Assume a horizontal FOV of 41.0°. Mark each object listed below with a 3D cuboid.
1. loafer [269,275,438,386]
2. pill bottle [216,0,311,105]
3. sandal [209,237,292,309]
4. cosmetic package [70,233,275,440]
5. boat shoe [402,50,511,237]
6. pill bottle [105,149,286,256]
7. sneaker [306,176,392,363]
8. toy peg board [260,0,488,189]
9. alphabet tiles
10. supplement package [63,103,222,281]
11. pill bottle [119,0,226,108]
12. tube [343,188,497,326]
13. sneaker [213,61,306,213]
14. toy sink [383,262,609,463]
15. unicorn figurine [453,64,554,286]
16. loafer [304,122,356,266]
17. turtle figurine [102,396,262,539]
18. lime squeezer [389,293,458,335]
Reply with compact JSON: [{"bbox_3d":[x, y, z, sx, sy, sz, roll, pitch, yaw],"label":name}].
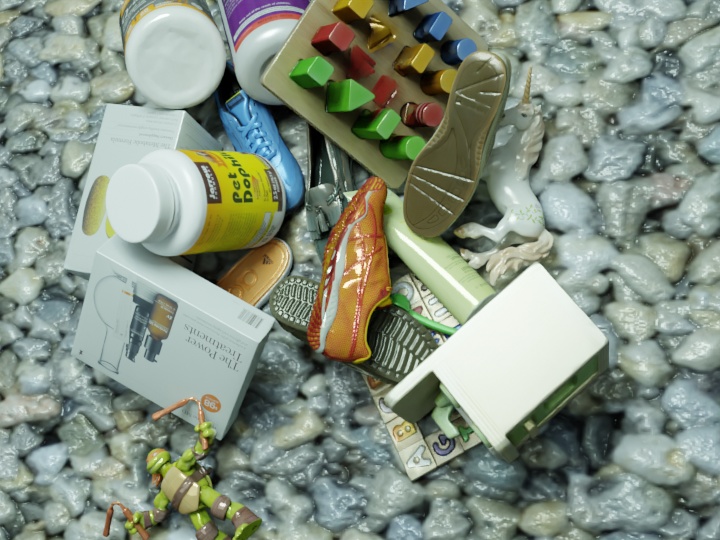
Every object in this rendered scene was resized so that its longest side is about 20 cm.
[{"bbox_3d":[-0.004,0.067,1.040,0.197,0.068,0.077,28,74,6],"label":"loafer"},{"bbox_3d":[-0.109,-0.300,1.140,0.111,0.113,0.203,-24,55,9],"label":"pill bottle"},{"bbox_3d":[-0.164,0.037,1.106,0.079,0.059,0.207,39,89,24],"label":"sandal"},{"bbox_3d":[-0.206,0.073,1.044,0.197,0.052,0.152,28,125,5],"label":"cosmetic package"},{"bbox_3d":[0.105,-0.128,0.998,0.071,0.065,0.203,27,111,17],"label":"boat shoe"},{"bbox_3d":[-0.176,-0.074,1.039,0.107,0.199,0.112,3,97,32],"label":"pill bottle"},{"bbox_3d":[0.000,0.000,1.002,0.076,0.073,0.204,19,72,-17],"label":"sneaker"},{"bbox_3d":[0.032,-0.224,1.038,0.199,0.098,0.201,36,86,-21],"label":"toy peg board"},{"bbox_3d":[0.082,0.096,1.041,0.165,0.008,0.203,-30,69,8],"label":"alphabet tiles"},{"bbox_3d":[-0.253,-0.077,1.138,0.111,0.109,0.204,7,78,19],"label":"supplement package"},{"bbox_3d":[-0.228,-0.280,1.144,0.116,0.117,0.201,-36,35,5],"label":"pill bottle"},{"bbox_3d":[0.065,-0.024,1.044,0.052,0.058,0.200,-40,65,-5],"label":"tube"},{"bbox_3d":[-0.128,-0.159,1.140,0.065,0.078,0.203,-27,70,6],"label":"sneaker"},{"bbox_3d":[0.139,0.112,0.945,0.199,0.130,0.112,-41,69,0],"label":"toy sink"},{"bbox_3d":[0.153,-0.094,1.044,0.135,0.074,0.204,-20,85,4],"label":"unicorn figurine"},{"bbox_3d":[-0.042,-0.099,1.096,0.071,0.062,0.204,-16,67,38],"label":"loafer"},{"bbox_3d":[-0.189,0.253,1.054,0.161,0.064,0.201,41,103,18],"label":"turtle figurine"},{"bbox_3d":[0.040,0.021,1.059,0.070,0.038,0.201,-27,64,-26],"label":"lime squeezer"}]
